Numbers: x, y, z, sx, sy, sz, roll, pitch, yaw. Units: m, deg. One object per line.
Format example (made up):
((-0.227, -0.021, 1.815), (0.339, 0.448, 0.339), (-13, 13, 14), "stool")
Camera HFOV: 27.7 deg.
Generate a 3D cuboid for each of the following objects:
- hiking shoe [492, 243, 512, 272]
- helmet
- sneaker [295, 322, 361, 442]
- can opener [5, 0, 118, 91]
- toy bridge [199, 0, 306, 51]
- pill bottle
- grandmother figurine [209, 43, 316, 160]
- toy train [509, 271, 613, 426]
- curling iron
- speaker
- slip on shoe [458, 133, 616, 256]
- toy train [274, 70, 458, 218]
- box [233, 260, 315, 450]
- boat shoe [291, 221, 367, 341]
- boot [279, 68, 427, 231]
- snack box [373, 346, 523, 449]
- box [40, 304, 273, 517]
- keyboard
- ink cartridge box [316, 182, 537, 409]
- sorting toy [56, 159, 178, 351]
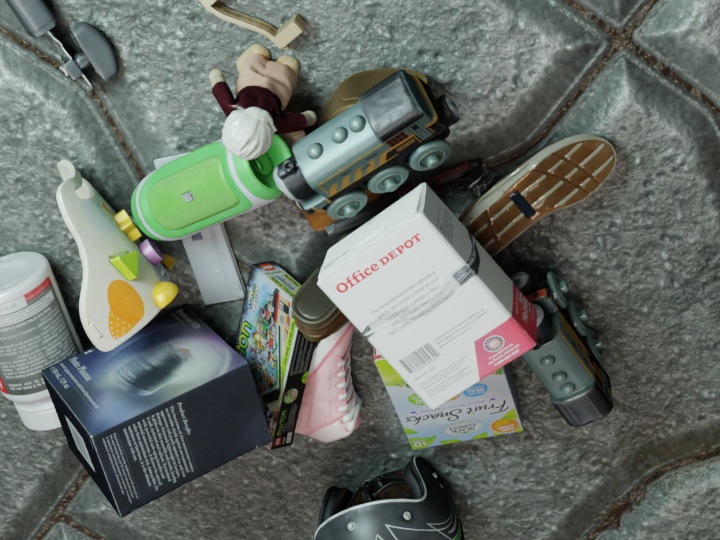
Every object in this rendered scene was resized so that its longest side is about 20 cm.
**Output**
((0.085, 0.012, 1.700), (0.101, 0.076, 0.200), (41, 117, -19), "hiking shoe")
((0.038, 0.343, 1.828), (0.200, 0.191, 0.200), (3, 120, 5), "helmet")
((-0.029, 0.135, 1.785), (0.105, 0.075, 0.200), (29, 127, -5), "sneaker")
((-0.342, -0.287, 1.609), (0.067, 0.053, 0.200), (-37, 113, -10), "can opener")
((-0.145, -0.310, 1.573), (0.067, 0.027, 0.200), (-35, 110, 26), "toy bridge")
((-0.403, 0.089, 1.784), (0.114, 0.114, 0.200), (-10, 118, 13), "pill bottle")
((-0.106, -0.174, 1.545), (0.121, 0.200, 0.061), (13, 120, 0), "grandmother figurine")
((0.228, 0.090, 1.691), (0.085, 0.114, 0.200), (-24, 128, 18), "toy train")
((0.054, -0.081, 1.644), (0.200, 0.050, 0.026), (-18, 122, 1), "curling iron")
((-0.167, -0.094, 1.626), (0.200, 0.088, 0.088), (-19, 118, 41), "speaker")
((0.193, -0.089, 1.641), (0.200, 0.061, 0.076), (-39, 111, 5), "slip on shoe")
((0.004, -0.128, 1.518), (0.200, 0.085, 0.114), (-30, 154, 16), "toy train")
((-0.107, 0.102, 1.754), (0.035, 0.110, 0.200), (-10, 124, -39), "box")
((0.000, 0.000, 1.669), (0.200, 0.072, 0.068), (-40, 153, -14), "boat shoe")
((0.001, -0.130, 1.634), (0.200, 0.077, 0.155), (-21, 122, 7), "boot")
((0.107, 0.132, 1.737), (0.142, 0.053, 0.200), (-10, 141, 10), "snack box")
((-0.241, 0.157, 1.713), (0.198, 0.200, 0.123), (-25, 119, -20), "box")
((-0.189, -0.048, 1.741), (0.056, 0.011, 0.200), (-7, 118, 17), "keyboard")
((0.073, 0.028, 1.569), (0.145, 0.084, 0.200), (-34, 109, 23), "ink cartridge box")
((-0.297, -0.037, 1.670), (0.107, 0.200, 0.180), (-29, 113, 1), "sorting toy")
